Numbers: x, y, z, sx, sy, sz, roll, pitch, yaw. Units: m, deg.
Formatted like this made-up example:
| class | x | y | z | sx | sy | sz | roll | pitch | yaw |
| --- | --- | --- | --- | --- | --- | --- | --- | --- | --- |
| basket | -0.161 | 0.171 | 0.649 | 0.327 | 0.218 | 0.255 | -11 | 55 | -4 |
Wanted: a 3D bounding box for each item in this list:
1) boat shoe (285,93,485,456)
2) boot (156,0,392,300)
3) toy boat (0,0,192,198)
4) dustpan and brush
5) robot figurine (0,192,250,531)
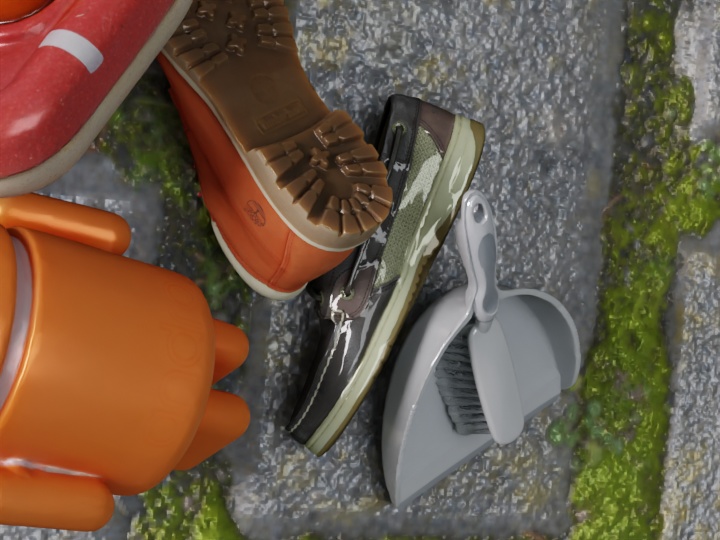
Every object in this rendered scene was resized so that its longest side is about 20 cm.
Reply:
| class | x | y | z | sx | sy | sz | roll | pitch | yaw |
| --- | --- | --- | --- | --- | --- | --- | --- | --- | --- |
| boat shoe | 0.000 | -0.001 | 0.885 | 0.066 | 0.072 | 0.201 | 26 | 85 | -3 |
| boot | -0.069 | -0.079 | 0.840 | 0.075 | 0.107 | 0.200 | -22 | 75 | -31 |
| toy boat | -0.160 | -0.140 | 0.733 | 0.200 | 0.130 | 0.131 | -60 | 154 | -30 |
| dustpan and brush | 0.063 | 0.035 | 0.881 | 0.139 | 0.057 | 0.201 | -32 | 126 | -23 |
| robot figurine | -0.150 | 0.040 | 0.778 | 0.199 | 0.117 | 0.144 | 17 | 93 | -33 |
